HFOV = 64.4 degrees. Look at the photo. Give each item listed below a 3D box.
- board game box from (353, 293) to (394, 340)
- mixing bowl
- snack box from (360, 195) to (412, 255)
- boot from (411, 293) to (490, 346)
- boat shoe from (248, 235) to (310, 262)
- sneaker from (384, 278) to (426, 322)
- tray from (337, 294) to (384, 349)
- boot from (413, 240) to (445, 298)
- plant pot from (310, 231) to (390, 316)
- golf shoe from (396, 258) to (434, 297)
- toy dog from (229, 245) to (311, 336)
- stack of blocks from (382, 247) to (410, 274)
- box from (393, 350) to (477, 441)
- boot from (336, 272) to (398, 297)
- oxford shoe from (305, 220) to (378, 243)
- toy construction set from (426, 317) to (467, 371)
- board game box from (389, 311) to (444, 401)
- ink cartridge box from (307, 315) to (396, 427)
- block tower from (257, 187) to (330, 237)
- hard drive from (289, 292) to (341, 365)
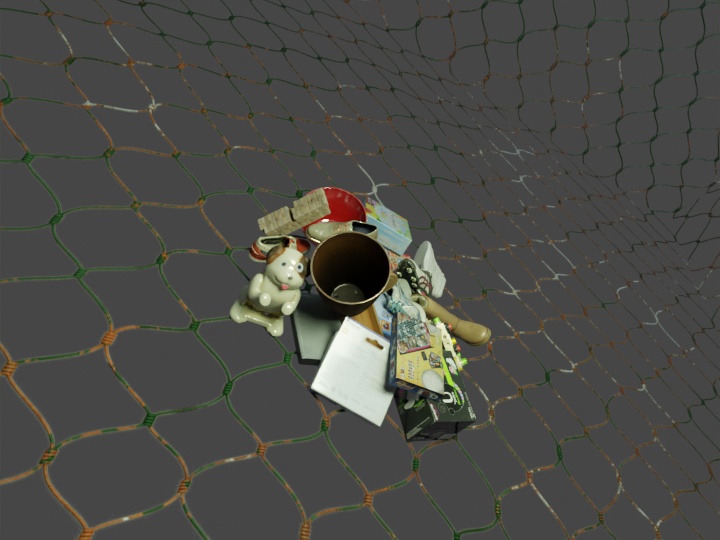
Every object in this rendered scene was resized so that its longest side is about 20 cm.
[{"bbox_3d":[0.053,0.121,1.616,0.199,0.037,0.152,28,40,-17],"label":"board game box"},{"bbox_3d":[-0.087,-0.131,1.661,0.199,0.109,0.201,4,60,-7],"label":"mixing bowl"},{"bbox_3d":[0.072,-0.145,1.816,0.168,0.068,0.200,30,21,-12],"label":"snack box"},{"bbox_3d":[0.254,0.143,1.656,0.200,0.175,0.066,35,73,-28],"label":"boot"},{"bbox_3d":[-0.211,-0.065,1.559,0.199,0.063,0.071,-7,56,-44],"label":"boat shoe"},{"bbox_3d":[0.111,0.106,1.601,0.086,0.078,0.200,3,41,-32],"label":"sneaker"},{"bbox_3d":[0.007,0.160,1.497,0.098,0.037,0.201,0,61,-34],"label":"tray"},{"bbox_3d":[0.228,0.001,1.860,0.095,0.074,0.201,30,48,-22],"label":"boot"},{"bbox_3d":[-0.029,0.034,1.403,0.186,0.200,0.188,2,64,-3],"label":"plant pot"},{"bbox_3d":[0.166,0.019,1.699,0.077,0.200,0.088,21,62,34],"label":"golf shoe"},{"bbox_3d":[-0.194,0.033,1.367,0.139,0.200,0.194,30,40,-14],"label":"toy dog"},{"bbox_3d":[0.066,-0.010,1.734,0.199,0.059,0.116,16,45,-28],"label":"stack of blocks"},{"bbox_3d":[0.177,0.316,1.463,0.148,0.124,0.201,8,50,-34],"label":"box"},{"bbox_3d":[0.000,0.000,1.601,0.156,0.199,0.077,-96,166,-47],"label":"boot"},{"bbox_3d":[-0.049,-0.111,1.550,0.199,0.074,0.071,0,62,-9],"label":"oxford shoe"},{"bbox_3d":[0.228,0.206,1.605,0.200,0.092,0.131,55,-4,7],"label":"toy construction set"},{"bbox_3d":[0.139,0.208,1.409,0.135,0.035,0.201,23,43,-17],"label":"board game box"},{"bbox_3d":[-0.001,0.245,1.390,0.199,0.041,0.201,32,66,-10],"label":"ink cartridge box"},{"bbox_3d":[-0.177,-0.150,1.564,0.058,0.199,0.054,45,22,-60],"label":"block tower"},{"bbox_3d":[-0.109,0.148,1.461,0.139,0.033,0.201,10,47,-32],"label":"hard drive"}]
